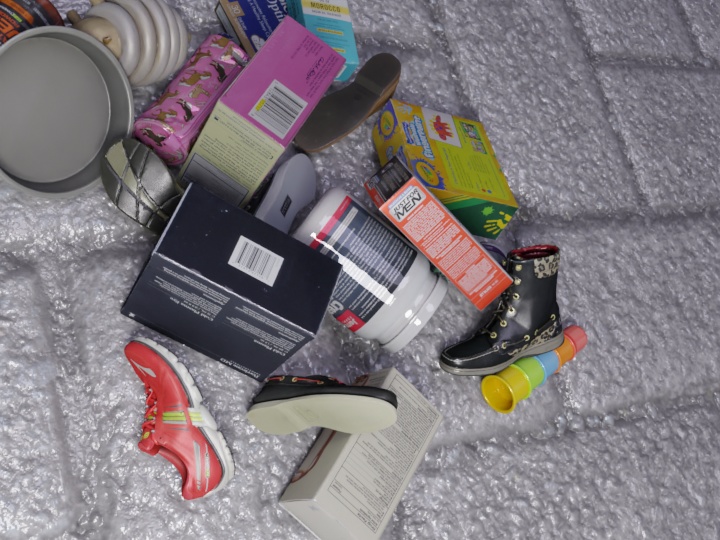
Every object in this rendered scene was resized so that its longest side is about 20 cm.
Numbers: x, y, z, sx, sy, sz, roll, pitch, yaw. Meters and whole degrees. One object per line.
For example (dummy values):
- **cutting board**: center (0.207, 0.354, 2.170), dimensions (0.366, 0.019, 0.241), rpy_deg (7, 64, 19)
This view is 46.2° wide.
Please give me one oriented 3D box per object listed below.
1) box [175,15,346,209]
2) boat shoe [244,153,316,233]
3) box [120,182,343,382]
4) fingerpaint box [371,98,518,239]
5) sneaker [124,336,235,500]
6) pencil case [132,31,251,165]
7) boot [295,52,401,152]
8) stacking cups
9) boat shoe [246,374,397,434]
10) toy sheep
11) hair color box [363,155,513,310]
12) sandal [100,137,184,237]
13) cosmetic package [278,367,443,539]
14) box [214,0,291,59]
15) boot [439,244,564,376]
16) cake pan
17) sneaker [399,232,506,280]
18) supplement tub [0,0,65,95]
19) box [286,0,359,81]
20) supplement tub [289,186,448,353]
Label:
- **box**: center (-0.130, -0.191, 1.088), dimensions (0.097, 0.200, 0.176), rpy_deg (35, 55, -9)
- **boat shoe**: center (-0.116, -0.092, 1.131), dimensions (0.069, 0.056, 0.200), rpy_deg (63, 31, -29)
- **box**: center (-0.154, 0.022, 0.988), dimensions (0.200, 0.182, 0.104), rpy_deg (29, 56, -14)
- **fingerpaint box**: center (0.119, -0.149, 1.243), dimensions (0.166, 0.073, 0.200), rpy_deg (10, 43, -24)
- **sneaker**: center (-0.219, 0.167, 0.954), dimensions (0.085, 0.077, 0.200), rpy_deg (-29, 83, -29)
- **pencil case**: center (-0.221, -0.229, 1.126), dimensions (0.083, 0.087, 0.200), rpy_deg (34, 59, -6)
- **boot**: center (-0.014, -0.232, 1.252), dimensions (0.074, 0.076, 0.200), rpy_deg (42, 74, 17)
- **stacking cups**: center (0.259, 0.132, 1.229), dimensions (0.200, 0.060, 0.061), rpy_deg (-30, 84, -36)
- **boat shoe**: center (-0.042, 0.151, 0.987), dimensions (0.074, 0.201, 0.063), rpy_deg (56, 42, -33)
- **toy sheep**: center (-0.294, -0.306, 1.102), dimensions (0.200, 0.138, 0.138), rpy_deg (-28, 82, -50)
- **hair color box**: center (0.100, -0.049, 1.093), dimensions (0.064, 0.111, 0.200), rpy_deg (-42, 112, 8)
- **sandal**: center (-0.248, -0.080, 1.065), dimensions (0.080, 0.057, 0.201), rpy_deg (-45, 112, -5)
- **cosmetic package**: center (0.004, 0.228, 1.026), dimensions (0.103, 0.087, 0.200), rpy_deg (47, 53, -15)
- **box**: center (-0.108, -0.371, 1.287), dimensions (0.200, 0.032, 0.121), rpy_deg (-22, 79, -34)
- **boot**: center (0.196, 0.053, 1.171), dimensions (0.203, 0.073, 0.154), rpy_deg (-14, 115, -24)
- **cake pan**: center (-0.364, -0.186, 0.998), dimensions (0.200, 0.037, 0.201), rpy_deg (-20, 119, -42)
- **sneaker**: center (0.139, -0.009, 1.205), dimensions (0.199, 0.075, 0.088), rpy_deg (6, 33, -25)
- **supplement tub**: center (-0.449, -0.249, 1.005), dimensions (0.107, 0.107, 0.200), rpy_deg (35, 56, -9)
- **box**: center (-0.062, -0.384, 1.267), dimensions (0.082, 0.049, 0.201), rpy_deg (1, 66, -28)
- **supplement tub**: center (0.000, 0.000, 1.104), dimensions (0.200, 0.140, 0.140), rpy_deg (39, 56, -6)
